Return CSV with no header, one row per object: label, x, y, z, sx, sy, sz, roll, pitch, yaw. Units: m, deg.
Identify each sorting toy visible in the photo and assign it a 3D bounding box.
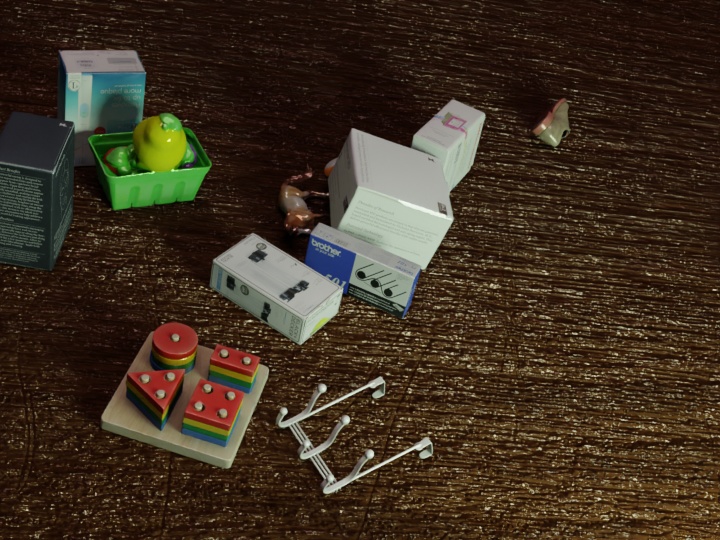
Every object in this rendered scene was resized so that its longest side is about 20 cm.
sorting toy,-0.251,0.168,1.488,0.196,0.070,0.201,17,38,2

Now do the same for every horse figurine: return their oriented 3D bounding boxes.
horse figurine,-0.105,-0.119,1.907,0.131,0.050,0.201,1,42,-26

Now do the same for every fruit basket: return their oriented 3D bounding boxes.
fruit basket,-0.374,-0.217,1.813,0.213,0.217,0.156,-10,44,-28

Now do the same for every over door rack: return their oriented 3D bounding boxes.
over door rack,-0.006,0.231,1.496,0.198,0.067,0.148,-14,47,-32

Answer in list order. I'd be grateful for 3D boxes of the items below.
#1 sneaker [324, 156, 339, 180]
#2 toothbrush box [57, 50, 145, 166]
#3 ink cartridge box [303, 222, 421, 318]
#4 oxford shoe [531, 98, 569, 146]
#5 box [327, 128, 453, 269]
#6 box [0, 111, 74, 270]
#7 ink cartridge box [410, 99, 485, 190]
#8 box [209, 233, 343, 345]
sneaker,-0.012,-0.218,2.050,0.092,0.077,0.199,33,33,33
toothbrush box,-0.484,-0.300,1.877,0.145,0.202,0.086,-5,43,-25
ink cartridge box,0.000,0.000,1.759,0.198,0.095,0.044,23,38,11
oxford shoe,0.458,-0.344,2.374,0.075,0.070,0.200,46,40,-4
box,0.052,-0.134,1.884,0.198,0.131,0.200,17,36,-17
box,-0.536,-0.129,1.649,0.105,0.202,0.149,10,38,-7
ink cartridge box,0.170,-0.240,2.068,0.084,0.146,0.200,26,39,17
box,-0.143,0.029,1.702,0.199,0.061,0.117,30,40,18
